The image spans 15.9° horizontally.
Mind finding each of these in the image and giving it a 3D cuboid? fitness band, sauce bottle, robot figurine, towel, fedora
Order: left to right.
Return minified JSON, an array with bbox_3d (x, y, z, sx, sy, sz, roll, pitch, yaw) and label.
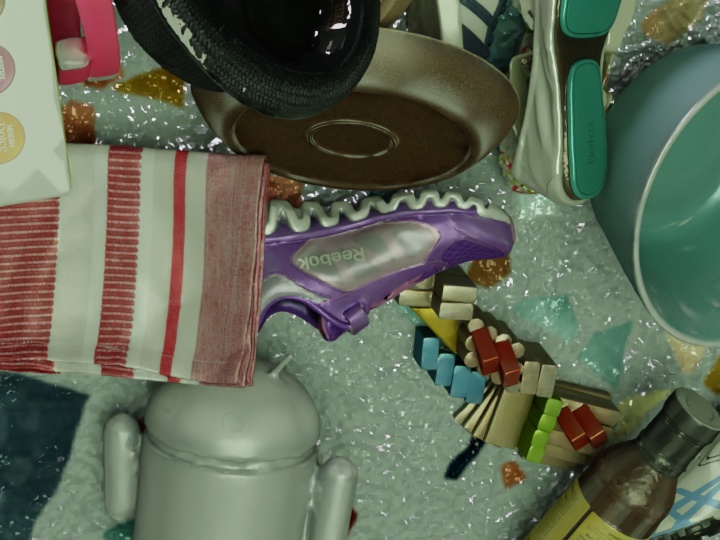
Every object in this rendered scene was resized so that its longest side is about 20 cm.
[{"bbox_3d":[-0.169,-0.180,1.479,0.037,0.200,0.144,-11,90,-8],"label":"fitness band"},{"bbox_3d":[-0.158,-0.005,1.587,0.200,0.023,0.144,4,94,7],"label":"towel"},{"bbox_3d":[-0.082,-0.169,1.419,0.092,0.201,0.201,-22,119,43],"label":"fedora"},{"bbox_3d":[-0.086,0.139,1.648,0.169,0.113,0.200,10,107,9],"label":"robot figurine"},{"bbox_3d":[0.165,0.162,1.711,0.065,0.065,0.200,30,116,-19],"label":"sauce bottle"}]

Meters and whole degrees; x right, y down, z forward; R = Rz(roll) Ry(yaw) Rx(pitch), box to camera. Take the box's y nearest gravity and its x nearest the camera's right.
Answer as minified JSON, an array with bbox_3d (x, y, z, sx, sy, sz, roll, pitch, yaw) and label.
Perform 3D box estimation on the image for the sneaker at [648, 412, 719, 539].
[{"bbox_3d":[0.251,0.127,1.750,0.200,0.072,0.073,-37,72,10],"label":"sneaker"}]

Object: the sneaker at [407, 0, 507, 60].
[{"bbox_3d":[0.075,-0.180,1.601,0.084,0.075,0.200,-12,114,-15],"label":"sneaker"}]

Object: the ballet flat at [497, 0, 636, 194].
[{"bbox_3d":[0.135,-0.136,1.627,0.076,0.064,0.200,1,109,-35],"label":"ballet flat"}]

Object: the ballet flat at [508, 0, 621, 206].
[{"bbox_3d":[0.119,-0.140,1.576,0.069,0.069,0.200,2,99,-13],"label":"ballet flat"}]

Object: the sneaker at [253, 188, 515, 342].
[{"bbox_3d":[0.000,0.000,1.625,0.200,0.081,0.089,-5,75,-6],"label":"sneaker"}]

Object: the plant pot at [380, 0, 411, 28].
[{"bbox_3d":[-0.020,-0.234,1.528,0.093,0.201,0.201,-25,118,-47],"label":"plant pot"}]

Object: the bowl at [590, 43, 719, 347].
[{"bbox_3d":[0.223,-0.064,1.634,0.201,0.105,0.201,-17,125,-26],"label":"bowl"}]

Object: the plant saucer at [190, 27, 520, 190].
[{"bbox_3d":[-0.004,-0.091,1.556,0.200,0.200,0.032,10,69,-15],"label":"plant saucer"}]

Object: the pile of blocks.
[{"bbox_3d":[0.090,0.074,1.692,0.200,0.062,0.082,40,96,-20],"label":"pile of blocks"}]

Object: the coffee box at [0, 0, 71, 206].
[{"bbox_3d":[-0.280,-0.148,1.465,0.197,0.200,0.200,-9,110,-10],"label":"coffee box"}]
